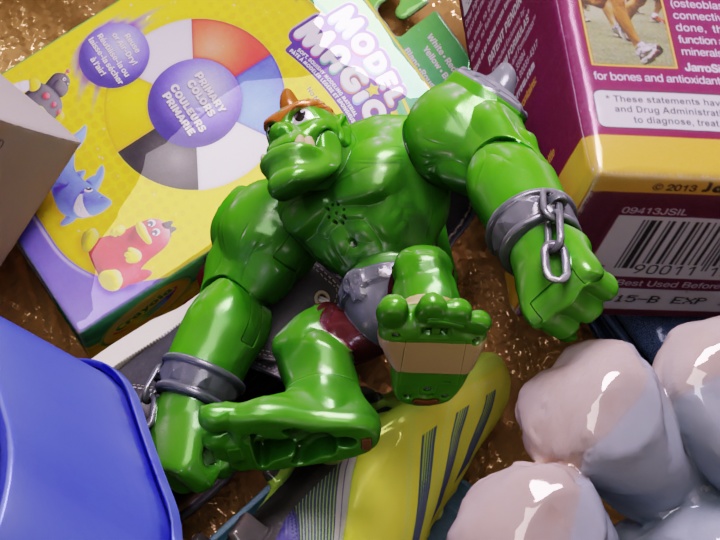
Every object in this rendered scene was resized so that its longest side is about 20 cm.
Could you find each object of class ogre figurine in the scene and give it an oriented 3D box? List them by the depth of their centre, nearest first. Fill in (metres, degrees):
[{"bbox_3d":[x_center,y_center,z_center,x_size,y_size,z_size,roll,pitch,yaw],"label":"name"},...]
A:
[{"bbox_3d":[0.000,0.000,1.097,0.098,0.200,0.120,18,51,-26],"label":"ogre figurine"}]

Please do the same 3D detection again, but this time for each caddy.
[{"bbox_3d":[-0.135,0.103,1.086,0.141,0.105,0.200,-44,35,14],"label":"caddy"}]

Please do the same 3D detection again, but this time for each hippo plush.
[{"bbox_3d":[0.112,0.102,1.100,0.199,0.161,0.160,-1,83,-15],"label":"hippo plush"}]

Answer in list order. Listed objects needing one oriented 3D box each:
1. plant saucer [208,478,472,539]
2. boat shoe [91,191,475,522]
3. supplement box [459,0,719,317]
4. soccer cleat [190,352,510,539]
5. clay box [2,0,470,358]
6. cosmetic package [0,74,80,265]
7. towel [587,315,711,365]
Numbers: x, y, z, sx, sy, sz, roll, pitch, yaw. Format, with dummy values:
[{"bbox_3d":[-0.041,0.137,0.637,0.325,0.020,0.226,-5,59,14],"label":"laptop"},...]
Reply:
[{"bbox_3d":[-0.037,0.130,1.147,0.070,0.019,0.200,38,55,15],"label":"plant saucer"},{"bbox_3d":[-0.027,0.026,1.184,0.200,0.072,0.068,-39,45,-2],"label":"boat shoe"},{"bbox_3d":[0.115,-0.090,1.149,0.130,0.103,0.201,2,58,-16],"label":"supplement box"},{"bbox_3d":[-0.002,0.103,1.138,0.200,0.065,0.084,-42,101,-39],"label":"soccer cleat"},{"bbox_3d":[-0.057,-0.066,1.230,0.200,0.048,0.115,-34,72,-6],"label":"clay box"},{"bbox_3d":[-0.206,0.006,1.159,0.071,0.105,0.200,38,100,23],"label":"cosmetic package"},{"bbox_3d":[0.133,-0.005,1.195,0.111,0.049,0.200,-26,69,-26],"label":"towel"}]
